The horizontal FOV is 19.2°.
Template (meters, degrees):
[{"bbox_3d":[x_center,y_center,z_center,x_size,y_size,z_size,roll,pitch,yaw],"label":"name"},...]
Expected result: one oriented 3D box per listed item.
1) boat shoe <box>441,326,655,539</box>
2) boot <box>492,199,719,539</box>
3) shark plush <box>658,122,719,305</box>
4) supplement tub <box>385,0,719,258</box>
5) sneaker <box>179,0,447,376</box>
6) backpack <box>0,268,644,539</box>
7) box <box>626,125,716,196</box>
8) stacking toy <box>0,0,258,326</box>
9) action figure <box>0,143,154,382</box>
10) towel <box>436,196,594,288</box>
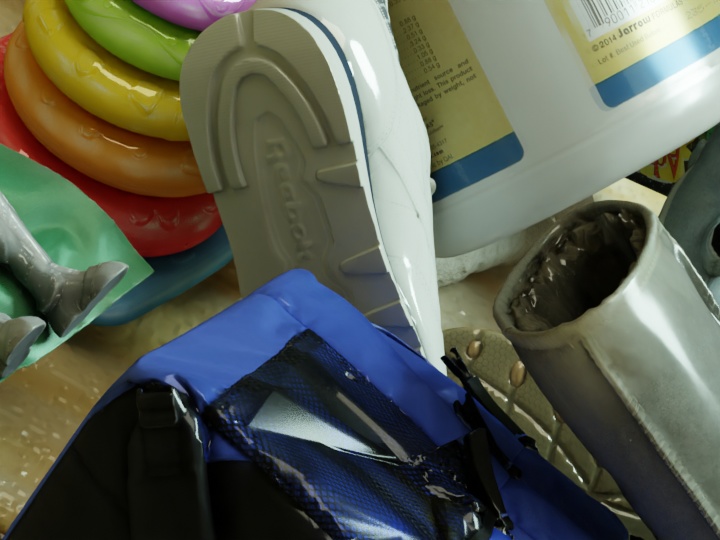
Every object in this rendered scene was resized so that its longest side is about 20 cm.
[{"bbox_3d":[0.095,0.090,0.769,0.200,0.072,0.068,34,1,-6],"label":"boat shoe"},{"bbox_3d":[0.113,0.069,0.641,0.200,0.073,0.182,48,5,-7],"label":"boot"},{"bbox_3d":[0.151,-0.013,0.808,0.091,0.200,0.083,33,23,6],"label":"shark plush"},{"bbox_3d":[0.038,-0.121,0.770,0.145,0.144,0.201,-32,96,-48],"label":"supplement tub"},{"bbox_3d":[0.000,0.000,0.707,0.076,0.201,0.080,2,22,23],"label":"sneaker"},{"bbox_3d":[0.010,0.114,0.603,0.200,0.163,0.168,43,37,11],"label":"backpack"},{"bbox_3d":[0.148,-0.091,0.867,0.200,0.137,0.038,27,42,32],"label":"box"},{"bbox_3d":[-0.067,-0.091,0.722,0.116,0.200,0.110,40,40,12],"label":"stacking toy"},{"bbox_3d":[-0.158,-0.053,0.630,0.200,0.055,0.118,46,36,4],"label":"action figure"},{"bbox_3d":[0.016,-0.090,0.858,0.132,0.034,0.201,-13,84,-36],"label":"towel"}]
